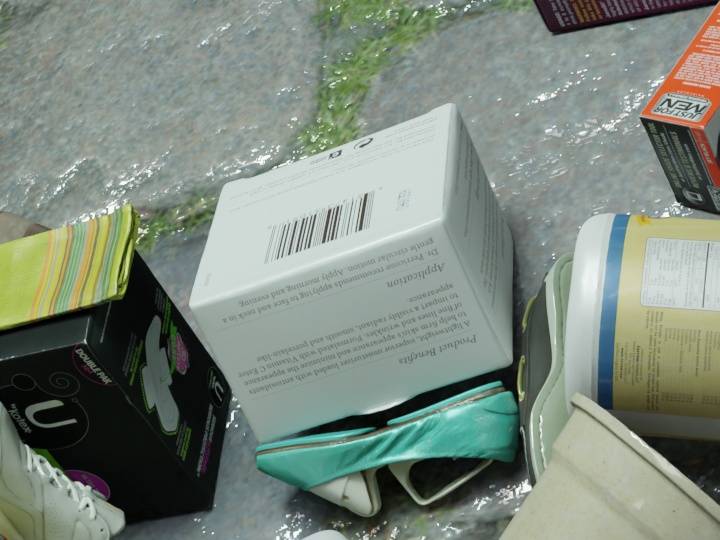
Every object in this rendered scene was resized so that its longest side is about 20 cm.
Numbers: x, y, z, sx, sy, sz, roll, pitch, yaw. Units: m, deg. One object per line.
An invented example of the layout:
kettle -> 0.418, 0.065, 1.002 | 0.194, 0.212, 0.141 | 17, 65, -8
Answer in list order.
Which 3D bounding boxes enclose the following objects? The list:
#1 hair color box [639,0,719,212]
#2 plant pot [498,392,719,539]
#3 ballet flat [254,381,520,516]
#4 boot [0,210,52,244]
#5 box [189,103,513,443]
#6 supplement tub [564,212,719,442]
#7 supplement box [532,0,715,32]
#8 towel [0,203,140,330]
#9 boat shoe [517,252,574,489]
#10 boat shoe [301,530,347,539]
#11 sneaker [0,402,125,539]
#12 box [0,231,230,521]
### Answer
hair color box -> 0.295, -0.148, 1.518 | 0.061, 0.102, 0.200 | 17, 61, 40
plant pot -> 0.144, 0.207, 1.218 | 0.184, 0.200, 0.200 | -48, 43, -1
ballet flat -> 0.019, 0.136, 1.435 | 0.200, 0.067, 0.071 | -16, 82, 15
boot -> -0.339, 0.033, 1.756 | 0.146, 0.070, 0.200 | -3, 47, 37
box -> 0.000, 0.000, 1.493 | 0.199, 0.131, 0.200 | -18, 25, 14
supplement tub -> 0.239, 0.039, 1.315 | 0.200, 0.145, 0.145 | 4, 50, 11
supplement box -> 0.240, -0.292, 1.688 | 0.200, 0.103, 0.131 | -9, 47, 24
towel -> -0.252, 0.009, 1.452 | 0.200, 0.018, 0.086 | -14, 42, 19
boat shoe -> 0.145, 0.087, 1.414 | 0.072, 0.061, 0.201 | 16, 57, -13
boat shoe -> -0.065, 0.264, 1.359 | 0.200, 0.072, 0.066 | -44, 47, -13
sneaker -> -0.221, 0.166, 1.460 | 0.092, 0.200, 0.076 | -15, 32, 5
box -> -0.209, 0.084, 1.518 | 0.148, 0.200, 0.124 | -13, 44, 21
